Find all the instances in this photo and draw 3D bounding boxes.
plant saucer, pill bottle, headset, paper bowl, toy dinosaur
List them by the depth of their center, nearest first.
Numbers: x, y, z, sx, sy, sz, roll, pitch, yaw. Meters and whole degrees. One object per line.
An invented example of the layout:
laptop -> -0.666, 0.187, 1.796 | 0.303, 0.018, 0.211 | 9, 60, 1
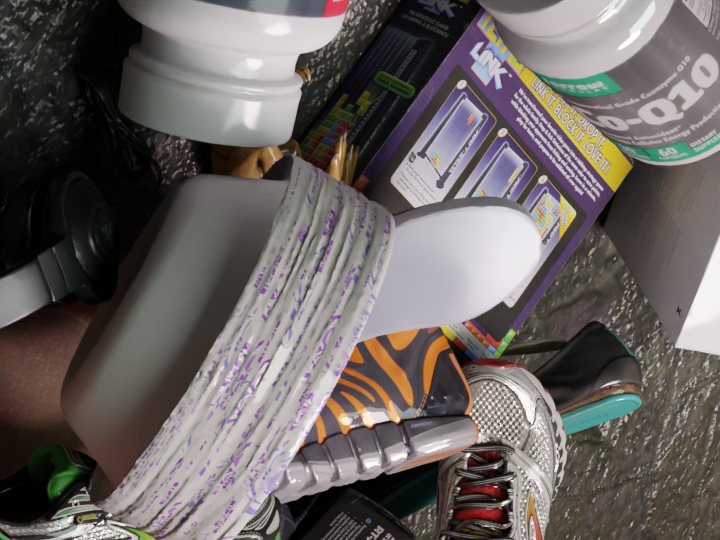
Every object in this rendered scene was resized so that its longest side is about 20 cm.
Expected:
headset -> -0.172, -0.026, 1.315 | 0.200, 0.123, 0.094 | -37, 116, -45
paper bowl -> -0.075, 0.033, 1.322 | 0.104, 0.201, 0.201 | 30, 90, -9
pill bottle -> -0.059, -0.169, 1.324 | 0.119, 0.119, 0.201 | -4, 111, -44
plant saucer -> -0.184, 0.092, 1.422 | 0.200, 0.037, 0.201 | -23, 127, -34
toy dinosaur -> -0.059, -0.054, 1.454 | 0.060, 0.106, 0.201 | -61, 159, -65
pill bottle -> 0.142, -0.144, 1.487 | 0.113, 0.113, 0.200 | -59, 143, -1

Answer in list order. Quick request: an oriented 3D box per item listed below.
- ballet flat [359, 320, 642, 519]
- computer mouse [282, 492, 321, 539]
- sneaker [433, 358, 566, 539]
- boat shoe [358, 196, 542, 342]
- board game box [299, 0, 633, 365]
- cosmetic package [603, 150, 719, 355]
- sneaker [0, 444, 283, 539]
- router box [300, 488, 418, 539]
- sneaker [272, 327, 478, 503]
ballet flat -> 0.079, 0.090, 1.649 | 0.200, 0.069, 0.068 | -25, 159, 10
computer mouse -> -0.041, 0.135, 1.599 | 0.200, 0.034, 0.059 | -46, 152, -24
sneaker -> 0.080, 0.150, 1.578 | 0.082, 0.078, 0.201 | -49, 139, -74
boat shoe -> 0.000, 0.000, 1.454 | 0.200, 0.065, 0.074 | -18, 119, 5
board game box -> 0.058, -0.057, 1.565 | 0.165, 0.057, 0.200 | -55, 139, -9
cosmetic package -> 0.222, -0.071, 1.627 | 0.052, 0.151, 0.200 | 11, 117, -17
sneaker -> -0.132, 0.134, 1.388 | 0.200, 0.078, 0.085 | -5, 112, -25
router box -> -0.036, 0.248, 1.617 | 0.200, 0.062, 0.150 | -47, 153, -16
sneaker -> -0.035, 0.069, 1.513 | 0.200, 0.078, 0.112 | -12, 79, -29
